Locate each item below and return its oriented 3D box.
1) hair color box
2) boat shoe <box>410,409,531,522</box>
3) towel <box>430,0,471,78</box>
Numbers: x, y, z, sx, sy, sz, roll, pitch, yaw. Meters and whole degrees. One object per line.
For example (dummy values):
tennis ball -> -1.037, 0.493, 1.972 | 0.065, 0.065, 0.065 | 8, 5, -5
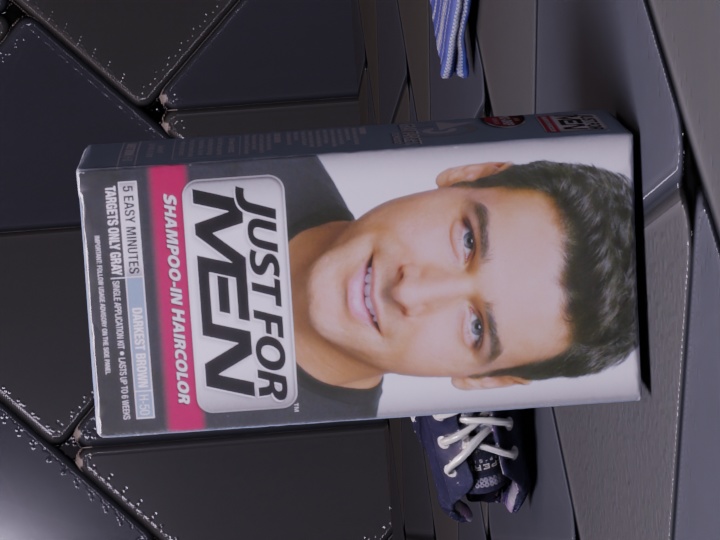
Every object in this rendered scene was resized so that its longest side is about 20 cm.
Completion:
hair color box -> 0.000, 0.000, 0.935 | 0.061, 0.198, 0.100 | -105, 11, -79
boat shoe -> 0.059, 0.061, 1.300 | 0.200, 0.074, 0.093 | 72, -175, -66
towel -> 0.051, -0.232, 1.489 | 0.145, 0.024, 0.201 | 95, 169, -62
